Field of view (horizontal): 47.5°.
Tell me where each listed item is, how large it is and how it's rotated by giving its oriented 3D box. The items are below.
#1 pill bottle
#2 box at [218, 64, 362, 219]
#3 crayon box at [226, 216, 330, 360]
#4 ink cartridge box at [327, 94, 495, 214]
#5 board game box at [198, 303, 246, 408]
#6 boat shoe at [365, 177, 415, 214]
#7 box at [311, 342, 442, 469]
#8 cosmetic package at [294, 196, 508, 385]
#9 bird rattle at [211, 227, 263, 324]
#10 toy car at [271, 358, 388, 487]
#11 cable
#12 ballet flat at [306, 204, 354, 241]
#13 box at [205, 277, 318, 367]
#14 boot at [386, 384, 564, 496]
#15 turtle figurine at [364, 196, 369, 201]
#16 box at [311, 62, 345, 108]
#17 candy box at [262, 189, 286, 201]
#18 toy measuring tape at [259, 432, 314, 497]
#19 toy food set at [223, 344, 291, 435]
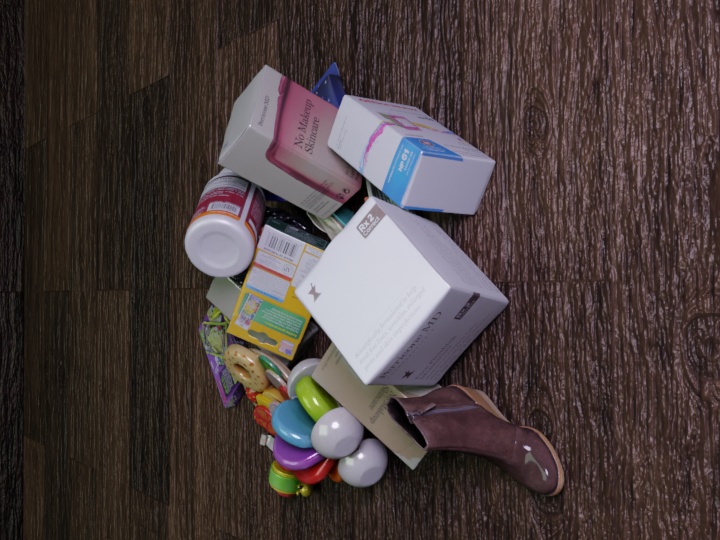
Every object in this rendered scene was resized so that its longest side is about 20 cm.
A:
[{"bbox_3d":[-0.216,-0.089,1.351,0.202,0.111,0.114,-84,21,-55],"label":"pill bottle"},{"bbox_3d":[-0.098,-0.191,1.246,0.108,0.198,0.130,-34,38,46],"label":"box"},{"bbox_3d":[-0.130,0.031,1.352,0.052,0.124,0.203,-74,7,-71],"label":"crayon box"},{"bbox_3d":[0.067,-0.164,1.146,0.200,0.142,0.086,43,122,43],"label":"ink cartridge box"},{"bbox_3d":[-0.278,0.164,1.689,0.121,0.032,0.202,-51,50,34],"label":"board game box"},{"bbox_3d":[0.047,-0.078,1.224,0.071,0.062,0.203,-31,63,24],"label":"boat shoe"},{"bbox_3d":[0.038,0.172,1.167,0.199,0.077,0.096,39,123,12],"label":"box"},{"bbox_3d":[0.056,0.034,1.063,0.166,0.199,0.165,-50,63,16],"label":"cosmetic package"},{"bbox_3d":[-0.194,0.016,1.555,0.161,0.112,0.204,22,96,36],"label":"bird rattle"},{"bbox_3d":[-0.063,0.252,1.255,0.149,0.201,0.176,-35,41,-1],"label":"toy car"},{"bbox_3d":[-0.176,-0.045,1.430,0.051,0.197,0.165,100,-164,-65],"label":"cable"},{"bbox_3d":[-0.082,-0.122,1.340,0.201,0.067,0.062,52,131,-4],"label":"ballet flat"},{"bbox_3d":[-0.175,0.075,1.452,0.200,0.068,0.083,43,128,10],"label":"box"},{"bbox_3d":[0.141,0.219,1.025,0.200,0.164,0.074,43,122,44],"label":"boot"},{"bbox_3d":[0.000,0.000,1.275,0.163,0.063,0.202,61,146,33],"label":"turtle figurine"},{"bbox_3d":[-0.057,-0.244,1.404,0.121,0.032,0.203,-42,56,44],"label":"box"},{"bbox_3d":[-0.147,-0.212,1.449,0.199,0.076,0.173,13,108,61],"label":"candy box"},{"bbox_3d":[-0.151,0.352,1.484,0.199,0.072,0.075,30,112,48],"label":"toy measuring tape"},{"bbox_3d":[-0.157,0.224,1.449,0.196,0.048,0.203,20,133,40],"label":"toy food set"}]
